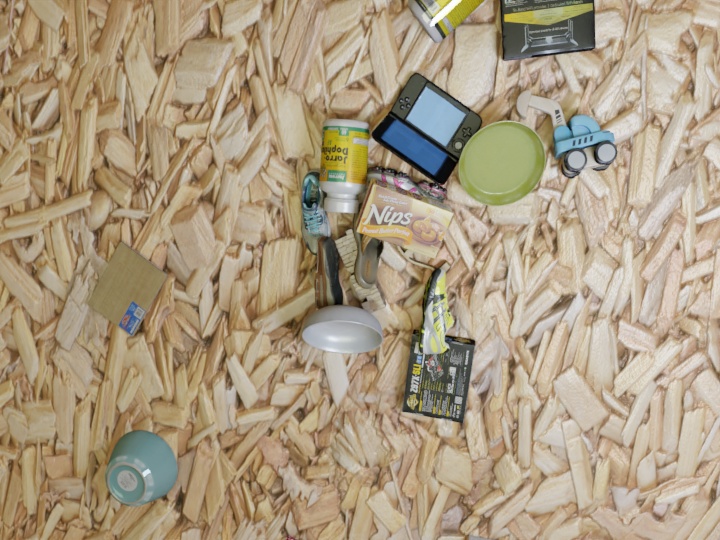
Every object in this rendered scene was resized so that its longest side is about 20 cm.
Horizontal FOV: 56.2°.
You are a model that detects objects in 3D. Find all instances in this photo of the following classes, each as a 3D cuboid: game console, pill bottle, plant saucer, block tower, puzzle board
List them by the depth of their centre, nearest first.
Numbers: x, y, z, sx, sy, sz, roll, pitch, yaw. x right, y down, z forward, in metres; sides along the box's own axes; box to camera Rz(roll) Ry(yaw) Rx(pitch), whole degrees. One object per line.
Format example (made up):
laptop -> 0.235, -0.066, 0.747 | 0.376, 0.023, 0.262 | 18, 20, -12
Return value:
pill bottle -> 0.206, -0.599, 1.446 | 0.199, 0.112, 0.113 | -39, 93, 14
game console -> 0.152, -0.319, 1.507 | 0.198, 0.119, 0.174 | 34, 105, 1
plant saucer -> 0.314, -0.242, 1.510 | 0.194, 0.031, 0.204 | -1, 122, -2
pill bottle -> -0.039, -0.237, 1.548 | 0.109, 0.113, 0.206 | 5, 96, 8
block tower -> 0.000, 0.000, 1.627 | 0.057, 0.054, 0.204 | -21, 96, 12
puzzle board -> -0.607, 0.049, 1.757 | 0.149, 0.017, 0.202 | 34, 105, 0

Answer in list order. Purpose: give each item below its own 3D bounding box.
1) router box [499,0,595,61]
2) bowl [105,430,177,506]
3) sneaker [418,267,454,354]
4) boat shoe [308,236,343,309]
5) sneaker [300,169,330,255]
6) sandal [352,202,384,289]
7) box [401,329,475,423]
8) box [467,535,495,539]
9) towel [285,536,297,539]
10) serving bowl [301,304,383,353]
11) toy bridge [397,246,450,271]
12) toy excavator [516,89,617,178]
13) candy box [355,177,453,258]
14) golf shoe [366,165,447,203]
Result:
router box -> 0.401, -0.548, 1.454 | 0.194, 0.052, 0.162 | -3, 100, 10
bowl -> -0.602, 0.547, 1.807 | 0.195, 0.105, 0.207 | 2, 102, 9
sneaker -> 0.183, 0.096, 1.586 | 0.074, 0.075, 0.206 | 7, 96, 0
boat shoe -> -0.091, 0.017, 1.619 | 0.072, 0.076, 0.205 | 5, 119, 19
sneaker -> -0.117, -0.135, 1.603 | 0.075, 0.086, 0.206 | -1, 101, 10
sandal -> 0.024, -0.060, 1.576 | 0.053, 0.079, 0.206 | -16, 68, 52
box -> 0.191, 0.259, 1.649 | 0.155, 0.049, 0.206 | 8, 102, 10
box -> 0.350, 0.773, 1.644 | 0.193, 0.200, 0.135 | 6, 102, 8
towel -> -0.123, 0.810, 1.822 | 0.195, 0.022, 0.148 | 16, 105, 8
serving bowl -> -0.041, 0.133, 1.612 | 0.194, 0.201, 0.067 | -3, 61, 10
toy bridge -> 0.130, -0.056, 1.608 | 0.067, 0.027, 0.200 | -42, 92, 16
toy excavator -> 0.451, -0.309, 1.483 | 0.189, 0.100, 0.206 | -11, 85, 12
candy box -> 0.098, -0.117, 1.524 | 0.195, 0.056, 0.118 | 18, 111, -9
golf shoe -> 0.099, -0.179, 1.566 | 0.196, 0.073, 0.094 | 22, 105, 4
